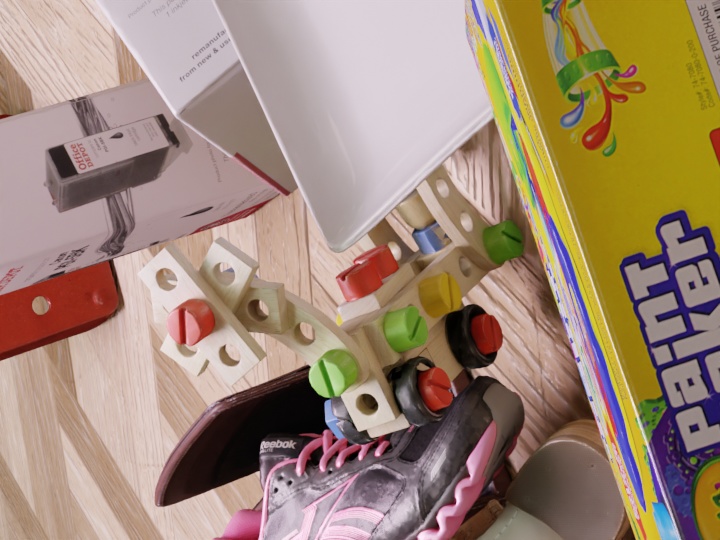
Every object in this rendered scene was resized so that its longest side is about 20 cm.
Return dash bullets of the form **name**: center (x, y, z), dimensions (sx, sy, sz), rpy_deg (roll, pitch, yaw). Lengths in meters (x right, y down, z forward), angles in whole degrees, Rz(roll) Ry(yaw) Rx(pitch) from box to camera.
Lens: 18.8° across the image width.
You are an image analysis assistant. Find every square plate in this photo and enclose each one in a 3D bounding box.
- **square plate**: center (0.018, -0.141, 0.893), dimensions (0.198, 0.028, 0.200), rpy_deg (-40, 64, 34)

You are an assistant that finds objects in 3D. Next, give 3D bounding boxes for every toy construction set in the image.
- **toy construction set**: center (0.000, 0.000, 0.957), dimensions (0.092, 0.200, 0.131), rpy_deg (-16, 103, 45)

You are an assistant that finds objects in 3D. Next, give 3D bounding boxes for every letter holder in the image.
- **letter holder**: center (-0.025, 0.122, 1.171), dimensions (0.101, 0.142, 0.200), rpy_deg (67, 159, 14)

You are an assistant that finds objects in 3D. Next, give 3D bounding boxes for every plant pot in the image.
- **plant pot**: center (-0.306, -0.012, 1.764), dimensions (0.176, 0.200, 0.200), rpy_deg (0, 107, 56)

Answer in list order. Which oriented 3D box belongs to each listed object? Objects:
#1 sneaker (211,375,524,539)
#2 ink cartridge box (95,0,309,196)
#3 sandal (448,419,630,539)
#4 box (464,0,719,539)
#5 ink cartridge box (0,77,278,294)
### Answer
- **sneaker**: center (-0.004, 0.104, 1.019), dimensions (0.095, 0.079, 0.200), rpy_deg (44, 126, 3)
- **ink cartridge box**: center (-0.082, -0.150, 1.058), dimensions (0.200, 0.083, 0.145), rpy_deg (55, -172, 22)
- **sandal**: center (0.082, 0.138, 1.031), dimensions (0.078, 0.070, 0.212), rpy_deg (43, 131, 12)
- **box**: center (0.117, -0.011, 0.629), dimensions (0.193, 0.122, 0.201), rpy_deg (50, -159, -84)
- **ink cartridge box**: center (-0.151, -0.052, 1.277), dimensions (0.083, 0.199, 0.147), rpy_deg (70, 161, 3)
